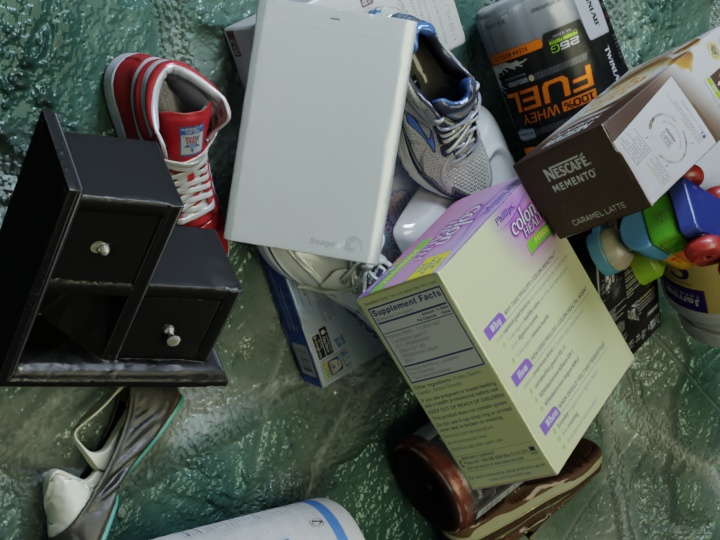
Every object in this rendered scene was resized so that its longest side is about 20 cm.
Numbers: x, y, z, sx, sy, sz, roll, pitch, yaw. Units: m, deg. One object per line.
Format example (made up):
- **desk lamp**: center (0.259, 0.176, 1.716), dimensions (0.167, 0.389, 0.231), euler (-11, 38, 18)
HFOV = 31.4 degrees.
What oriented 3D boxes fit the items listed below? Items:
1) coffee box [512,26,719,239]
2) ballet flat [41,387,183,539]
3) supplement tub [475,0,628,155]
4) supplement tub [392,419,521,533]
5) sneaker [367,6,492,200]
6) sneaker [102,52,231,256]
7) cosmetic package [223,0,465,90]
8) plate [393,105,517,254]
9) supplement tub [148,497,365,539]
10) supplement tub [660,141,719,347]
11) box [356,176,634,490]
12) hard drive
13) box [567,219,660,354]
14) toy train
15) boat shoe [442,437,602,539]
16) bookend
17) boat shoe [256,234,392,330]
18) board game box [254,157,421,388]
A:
- **coffee box**: center (0.243, -0.120, 1.111), dimensions (0.200, 0.114, 0.080), euler (-39, 99, -36)
- **ballet flat**: center (-0.223, 0.167, 1.067), dimensions (0.068, 0.068, 0.201), euler (36, 66, -22)
- **supplement tub**: center (0.199, -0.179, 1.242), dimensions (0.122, 0.122, 0.201), euler (-27, 99, -28)
- **supplement tub**: center (0.135, 0.165, 1.277), dimensions (0.200, 0.107, 0.107), euler (-33, 113, -26)
- **sneaker**: center (0.069, -0.137, 1.120), dimensions (0.077, 0.085, 0.200), euler (-45, 122, -19)
- **sneaker**: center (-0.142, -0.082, 1.052), dimensions (0.071, 0.112, 0.201), euler (-31, 113, -26)
- **cosmetic package**: center (-0.011, -0.209, 1.147), dimensions (0.200, 0.074, 0.102), euler (-33, 113, -27)
- **plate**: center (0.125, -0.028, 1.245), dimensions (0.200, 0.032, 0.200), euler (-56, 128, -36)
- **supplement tub**: center (-0.099, 0.282, 1.121), dimensions (0.199, 0.132, 0.133), euler (-9, 102, -33)
- **supplement tub**: center (0.369, -0.035, 1.300), dimensions (0.145, 0.145, 0.201), euler (-39, 128, -23)
- **box**: center (0.121, 0.052, 1.102), dimensions (0.176, 0.096, 0.201), euler (-44, 108, -44)
- **hard drive**: center (-0.034, -0.115, 1.058), dimensions (0.131, 0.026, 0.201), euler (9, 96, 2)
- **box**: center (0.229, 0.006, 1.280), dimensions (0.200, 0.086, 0.165), euler (-29, 115, -59)
- **toy train**: center (0.300, -0.019, 1.175), dimensions (0.200, 0.115, 0.085), euler (19, 54, -49)
- **boat shoe**: center (0.168, 0.242, 1.338), dimensions (0.202, 0.075, 0.075), euler (-21, 122, -24)
- **bookend**: center (-0.172, -0.008, 0.996), dimensions (0.199, 0.092, 0.199), euler (4, 131, -34)
- **boat shoe**: center (-0.002, 0.005, 1.120), dimensions (0.202, 0.086, 0.075), euler (40, 74, -30)
- **board game box**: center (0.003, -0.025, 1.198), dimensions (0.198, 0.043, 0.201), euler (-28, 111, -28)
